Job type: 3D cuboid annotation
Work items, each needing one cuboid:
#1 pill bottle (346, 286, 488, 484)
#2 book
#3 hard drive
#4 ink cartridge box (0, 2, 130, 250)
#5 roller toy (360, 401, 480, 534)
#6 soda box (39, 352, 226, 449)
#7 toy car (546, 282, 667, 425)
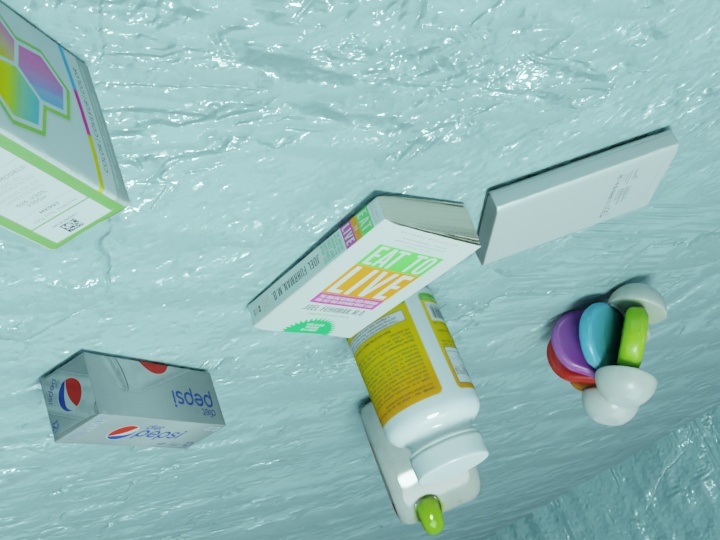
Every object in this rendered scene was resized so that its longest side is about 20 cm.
[{"bbox_3d":[0.064,0.127,1.102,0.111,0.201,0.111,-19,157,-9],"label":"pill bottle"},{"bbox_3d":[0.000,0.000,0.978,0.133,0.048,0.200,7,144,-44],"label":"book"},{"bbox_3d":[0.220,-0.073,1.036,0.199,0.026,0.132,-19,157,-9],"label":"hard drive"},{"bbox_3d":[-0.205,-0.093,0.501,0.059,0.104,0.200,-28,156,12],"label":"ink cartridge box"},{"bbox_3d":[0.090,0.255,1.433,0.139,0.201,0.182,-21,-168,-5],"label":"roller toy"},{"bbox_3d":[-0.227,0.137,1.023,0.063,0.068,0.200,-31,155,21],"label":"soda box"},{"bbox_3d":[0.343,0.112,1.425,0.149,0.176,0.200,14,156,6],"label":"toy car"}]
